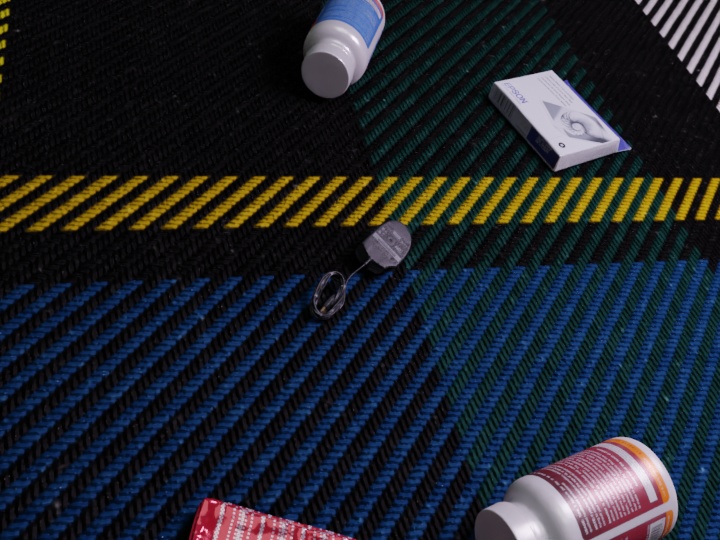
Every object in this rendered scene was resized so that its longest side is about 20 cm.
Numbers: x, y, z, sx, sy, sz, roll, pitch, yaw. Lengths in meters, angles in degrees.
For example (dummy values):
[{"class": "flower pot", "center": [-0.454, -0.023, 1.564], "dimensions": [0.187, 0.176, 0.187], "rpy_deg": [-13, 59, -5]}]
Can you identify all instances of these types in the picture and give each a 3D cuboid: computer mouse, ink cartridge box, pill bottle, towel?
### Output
[{"class": "computer mouse", "center": [0.000, 0.000, 1.003], "dimensions": [0.059, 0.034, 0.199], "rpy_deg": [47, 57, 3]}, {"class": "ink cartridge box", "center": [0.355, -0.271, 1.325], "dimensions": [0.197, 0.041, 0.201], "rpy_deg": [-17, 58, -28]}, {"class": "pill bottle", "center": [0.221, 0.256, 0.788], "dimensions": [0.196, 0.114, 0.114], "rpy_deg": [-13, 55, -26]}, {"class": "towel", "center": [-0.077, 0.306, 0.720], "dimensions": [0.196, 0.023, 0.146], "rpy_deg": [16, 49, -3]}, {"class": "pill bottle", "center": [-0.032, -0.376, 1.253], "dimensions": [0.110, 0.113, 0.202], "rpy_deg": [19, 47, 1]}]
